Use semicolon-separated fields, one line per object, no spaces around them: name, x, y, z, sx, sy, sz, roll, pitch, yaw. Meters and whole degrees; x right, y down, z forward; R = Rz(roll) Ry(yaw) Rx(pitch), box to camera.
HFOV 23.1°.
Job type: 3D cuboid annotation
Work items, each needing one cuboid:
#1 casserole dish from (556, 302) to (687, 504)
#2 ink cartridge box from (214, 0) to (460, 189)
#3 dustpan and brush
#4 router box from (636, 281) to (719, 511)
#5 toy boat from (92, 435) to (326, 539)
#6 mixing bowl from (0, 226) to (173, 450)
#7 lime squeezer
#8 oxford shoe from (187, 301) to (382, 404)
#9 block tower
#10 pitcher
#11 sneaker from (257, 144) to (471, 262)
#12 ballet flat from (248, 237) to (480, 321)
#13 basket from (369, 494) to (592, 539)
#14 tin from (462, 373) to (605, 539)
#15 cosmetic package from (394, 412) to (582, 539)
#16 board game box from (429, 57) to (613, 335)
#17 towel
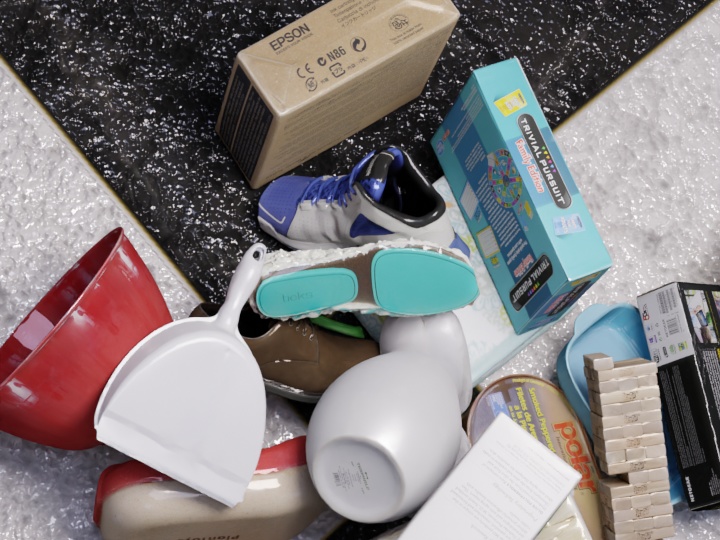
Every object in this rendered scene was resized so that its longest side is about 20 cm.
casserole dish;0.248;0.124;1.598;0.121;0.039;0.200;-35;94;-37
ink cartridge box;-0.024;-0.176;1.580;0.200;0.165;0.075;-32;80;-21
dustpan and brush;-0.116;0.068;1.399;0.139;0.057;0.201;30;81;-20
router box;0.335;0.114;1.604;0.149;0.051;0.201;4;69;-45
toy boat;-0.125;0.163;1.472;0.199;0.131;0.131;-2;62;-15
mixing bowl;-0.224;0.074;1.449;0.108;0.200;0.200;43;67;-14
lime squeezer;-0.099;0.054;1.565;0.199;0.038;0.071;-17;109;-19
oxford shoe;-0.057;0.064;1.514;0.199;0.085;0.073;6;28;-26
block tower;0.235;0.171;1.523;0.057;0.054;0.201;-8;92;-4
pitcher;0.039;0.143;1.457;0.172;0.121;0.200;68;27;-17
sneaker;0.003;-0.065;1.540;0.199;0.115;0.081;18;53;27
ballet flat;0.000;0.000;1.479;0.199;0.072;0.072;-2;73;-7
basket;0.103;0.253;1.470;0.199;0.123;0.136;-24;79;-2
tin;0.159;0.192;1.576;0.111;0.042;0.201;-15;77;-14
cosmetic package;0.076;0.215;1.362;0.085;0.108;0.200;38;85;9
board game box;0.138;-0.062;1.544;0.047;0.151;0.201;-19;76;-18
towel;0.090;0.010;1.614;0.200;0.048;0.171;-37;81;-21
